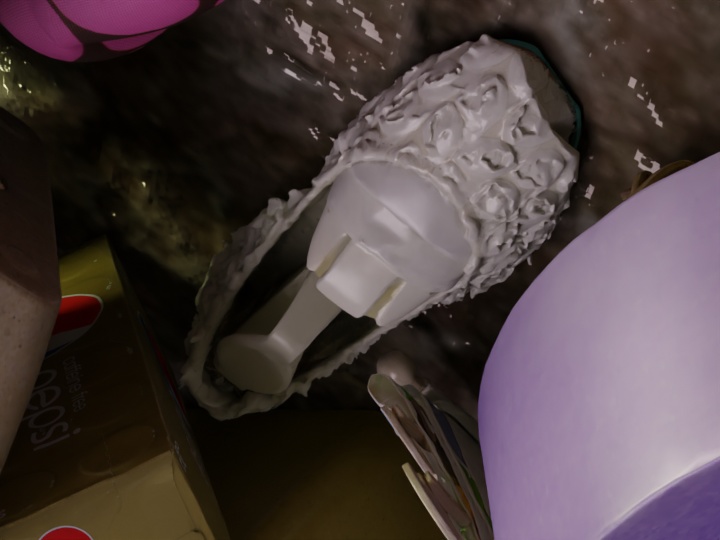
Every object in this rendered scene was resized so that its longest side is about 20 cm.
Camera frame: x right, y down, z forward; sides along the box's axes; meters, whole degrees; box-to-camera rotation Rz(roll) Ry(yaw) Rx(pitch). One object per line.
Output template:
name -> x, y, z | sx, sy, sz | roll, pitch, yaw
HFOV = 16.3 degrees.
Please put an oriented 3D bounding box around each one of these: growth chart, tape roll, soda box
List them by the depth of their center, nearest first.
tape roll -> 0.132, 0.058, 0.625 | 0.199, 0.085, 0.201 | -4, 138, -4
growth chart -> 0.051, 0.088, 0.761 | 0.145, 0.018, 0.200 | 47, -172, -16
soda box -> -0.091, 0.058, 0.830 | 0.200, 0.067, 0.064 | -120, 6, -67

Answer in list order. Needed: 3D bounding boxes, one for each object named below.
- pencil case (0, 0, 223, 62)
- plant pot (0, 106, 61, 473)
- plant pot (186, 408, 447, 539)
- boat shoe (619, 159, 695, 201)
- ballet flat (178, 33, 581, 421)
pencil case -> -0.014, -0.113, 0.662 | 0.199, 0.093, 0.091 | -8, 85, 46
plant pot -> -0.195, 0.015, 0.756 | 0.200, 0.200, 0.177 | 35, 105, -22
plant pot -> -0.052, 0.155, 0.902 | 0.199, 0.177, 0.200 | -3, 127, 44
boat shoe -> 0.091, 0.009, 0.704 | 0.066, 0.074, 0.200 | 29, 142, 8
ballet flat -> 0.000, 0.000, 0.787 | 0.072, 0.072, 0.200 | 43, 144, -4
